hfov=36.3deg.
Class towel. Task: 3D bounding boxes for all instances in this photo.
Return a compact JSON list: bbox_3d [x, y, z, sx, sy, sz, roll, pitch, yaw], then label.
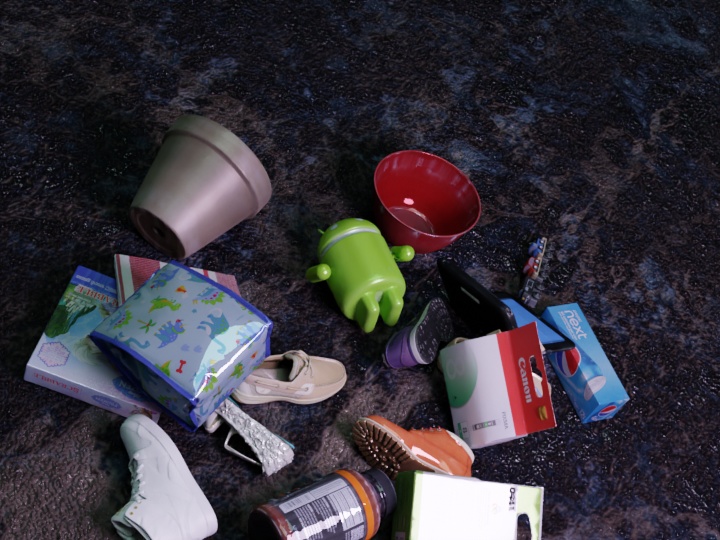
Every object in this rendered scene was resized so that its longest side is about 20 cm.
[{"bbox_3d":[-0.274,0.037,1.669,0.199,0.023,0.144,12,28,-24],"label":"towel"}]

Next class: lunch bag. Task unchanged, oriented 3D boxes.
[{"bbox_3d":[-0.250,0.096,1.533,0.200,0.128,0.170,36,58,14],"label":"lunch bag"}]

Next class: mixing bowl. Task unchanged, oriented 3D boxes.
[{"bbox_3d":[0.100,-0.104,1.939,0.199,0.109,0.201,12,49,-15],"label":"mixing bowl"}]

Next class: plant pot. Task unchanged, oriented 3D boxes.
[{"bbox_3d":[-0.272,-0.119,1.754,0.200,0.200,0.174,35,64,7],"label":"plant pot"}]

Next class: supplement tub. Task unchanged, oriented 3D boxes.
[{"bbox_3d":[-0.047,0.338,1.505,0.199,0.107,0.107,-17,60,-35],"label":"supplement tub"}]

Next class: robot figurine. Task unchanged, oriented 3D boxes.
[{"bbox_3d":[0.000,0.000,1.802,0.175,0.116,0.200,-14,58,-18],"label":"robot figurine"}]

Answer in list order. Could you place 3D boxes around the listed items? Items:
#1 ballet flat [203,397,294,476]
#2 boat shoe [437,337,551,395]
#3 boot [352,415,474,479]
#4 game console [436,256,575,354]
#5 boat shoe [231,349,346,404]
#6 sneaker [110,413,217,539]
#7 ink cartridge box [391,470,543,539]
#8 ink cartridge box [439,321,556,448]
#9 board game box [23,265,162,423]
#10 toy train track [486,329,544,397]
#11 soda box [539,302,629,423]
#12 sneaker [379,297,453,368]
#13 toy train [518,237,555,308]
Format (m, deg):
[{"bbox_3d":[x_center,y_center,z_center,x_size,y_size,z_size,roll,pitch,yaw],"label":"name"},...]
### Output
[{"bbox_3d":[-0.184,0.220,1.575,0.200,0.072,0.072,38,47,12],"label":"ballet flat"},{"bbox_3d":[0.226,0.167,1.793,0.199,0.069,0.074,20,47,-6],"label":"boat shoe"},{"bbox_3d":[0.082,0.266,1.652,0.200,0.075,0.107,35,43,-5],"label":"boot"},{"bbox_3d":[0.241,0.053,1.823,0.116,0.176,0.200,-35,41,-14],"label":"game console"},{"bbox_3d":[-0.101,0.156,1.655,0.199,0.065,0.072,-1,51,-33],"label":"boat shoe"},{"bbox_3d":[-0.290,0.289,1.462,0.115,0.074,0.200,-23,65,-40],"label":"sneaker"},{"bbox_3d":[0.150,0.369,1.550,0.199,0.076,0.148,10,76,-17],"label":"ink cartridge box"},{"bbox_3d":[0.202,0.177,1.655,0.050,0.200,0.162,-2,75,-29],"label":"ink cartridge box"},{"bbox_3d":[-0.358,0.108,1.605,0.199,0.041,0.200,21,47,-7],"label":"board game box"},{"bbox_3d":[0.255,0.177,1.743,0.200,0.114,0.033,55,20,-28],"label":"toy train track"},{"bbox_3d":[0.373,0.156,1.871,0.068,0.064,0.200,-6,54,-27],"label":"soda box"},{"bbox_3d":[0.086,0.102,1.784,0.076,0.087,0.200,68,25,-6],"label":"sneaker"},{"bbox_3d":[0.315,0.000,1.981,0.046,0.034,0.200,24,37,3],"label":"toy train"}]
